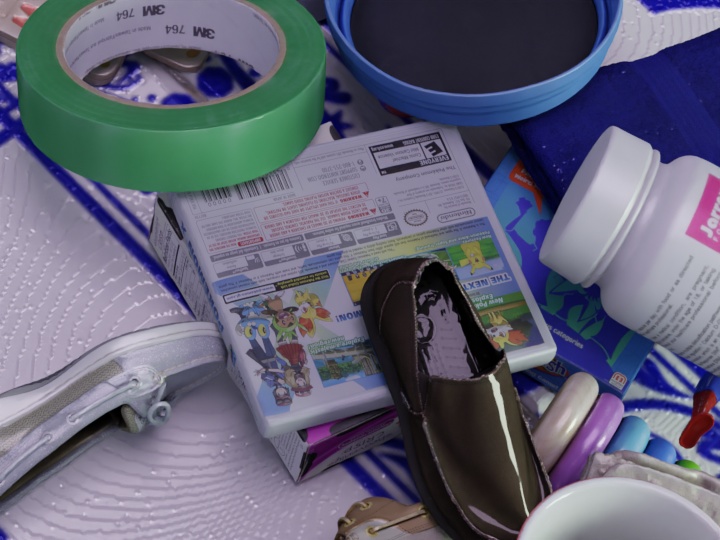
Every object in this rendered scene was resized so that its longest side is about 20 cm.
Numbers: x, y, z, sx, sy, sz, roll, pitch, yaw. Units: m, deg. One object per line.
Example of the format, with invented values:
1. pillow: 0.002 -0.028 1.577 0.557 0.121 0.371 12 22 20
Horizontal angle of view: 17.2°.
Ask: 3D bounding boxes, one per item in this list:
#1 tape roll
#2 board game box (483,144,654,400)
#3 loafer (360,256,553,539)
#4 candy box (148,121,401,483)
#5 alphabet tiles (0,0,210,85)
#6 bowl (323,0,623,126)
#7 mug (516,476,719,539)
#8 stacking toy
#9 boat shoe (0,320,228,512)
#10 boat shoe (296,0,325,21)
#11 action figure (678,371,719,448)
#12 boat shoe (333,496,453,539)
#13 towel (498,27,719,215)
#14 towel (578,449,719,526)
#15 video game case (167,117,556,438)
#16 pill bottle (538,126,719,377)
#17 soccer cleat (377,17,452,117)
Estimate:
1. tape roll: -0.122 -0.126 1.536 0.199 0.048 0.201 1 37 -1
2. board game box: 0.149 -0.019 1.586 0.151 0.045 0.200 30 58 7
3. loafer: 0.059 0.081 1.409 0.073 0.071 0.201 -23 81 -22
4. candy box: -0.030 0.018 1.521 0.136 0.061 0.201 -23 68 -23
5. alphabet tiles: -0.176 -0.221 1.660 0.195 0.015 0.201 26 59 4
6. bowl: 0.076 -0.176 1.587 0.199 0.040 0.202 -1 51 2
7. mug: 0.107 0.227 1.337 0.176 0.201 0.134 -6 56 -18
8. stacking toy: 0.193 0.152 1.482 0.199 0.085 0.086 35 60 4
9. boat shoe: -0.167 0.092 1.450 0.201 0.075 0.065 -23 74 -19
10. boat shoe: -0.019 -0.233 1.670 0.199 0.070 0.066 -30 52 -21
11. action figure: 0.257 0.047 1.550 0.065 0.052 0.201 32 42 -6
12. boat shoe: 0.016 0.172 1.440 0.199 0.074 0.067 -11 59 -28
13. towel: 0.206 -0.079 1.583 0.199 0.050 0.148 -17 57 -20
14. towel: 0.209 0.196 1.439 0.199 0.133 0.034 23 14 0
15. video game case: 0.000 0.000 1.490 0.199 0.022 0.183 -13 63 -21
16. pill bottle: 0.217 0.001 1.456 0.199 0.113 0.114 28 59 -3
17. soccer cleat: 0.066 -0.181 1.663 0.076 0.067 0.200 21 59 37
